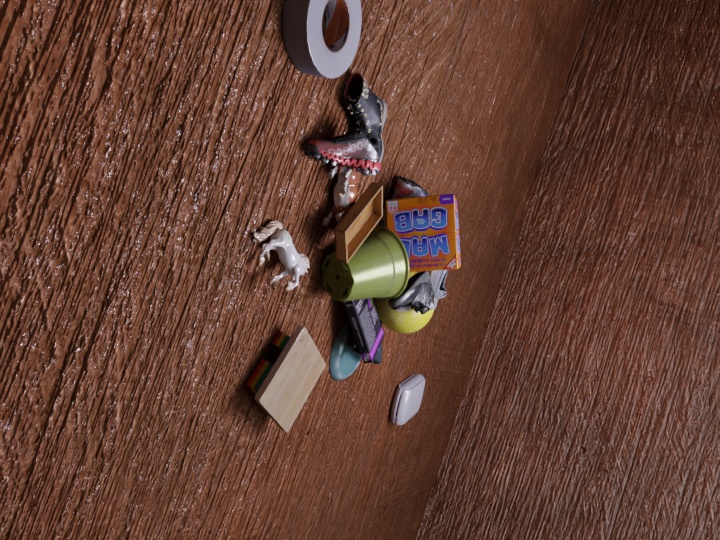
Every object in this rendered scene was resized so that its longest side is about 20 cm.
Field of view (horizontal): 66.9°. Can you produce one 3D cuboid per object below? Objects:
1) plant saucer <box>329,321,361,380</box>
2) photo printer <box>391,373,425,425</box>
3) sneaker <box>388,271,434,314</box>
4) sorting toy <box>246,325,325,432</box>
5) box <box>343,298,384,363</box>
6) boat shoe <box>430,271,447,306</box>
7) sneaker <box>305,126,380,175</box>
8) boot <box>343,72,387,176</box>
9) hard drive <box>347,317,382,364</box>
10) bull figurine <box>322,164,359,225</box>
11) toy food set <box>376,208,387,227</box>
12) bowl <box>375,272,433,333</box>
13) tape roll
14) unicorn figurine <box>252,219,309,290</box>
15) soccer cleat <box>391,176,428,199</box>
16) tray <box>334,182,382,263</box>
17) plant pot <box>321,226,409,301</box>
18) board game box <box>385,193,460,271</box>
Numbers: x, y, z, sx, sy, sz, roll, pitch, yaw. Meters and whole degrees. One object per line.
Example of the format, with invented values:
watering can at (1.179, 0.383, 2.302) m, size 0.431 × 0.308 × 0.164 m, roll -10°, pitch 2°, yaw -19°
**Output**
plant saucer at (-0.031, 0.247, 1.689) m, size 0.199 × 0.027 × 0.206 m, roll -41°, pitch 139°, yaw -47°
photo printer at (0.193, 0.535, 2.253) m, size 0.198 × 0.068 × 0.173 m, roll -13°, pitch 117°, yaw -60°
sneaker at (0.158, 0.087, 1.576) m, size 0.198 × 0.075 × 0.117 m, roll -33°, pitch 101°, yaw -52°
sorting toy at (-0.186, 0.262, 1.350) m, size 0.203 × 0.068 × 0.201 m, roll -59°, pitch 151°, yaw -26°
box at (0.013, 0.144, 1.590) m, size 0.144 × 0.035 × 0.206 m, roll -56°, pitch 134°, yaw -60°
boat shoe at (0.312, 0.078, 2.199) m, size 0.069 × 0.070 × 0.208 m, roll -24°, pitch 127°, yaw -55°
sneaker at (-0.034, -0.284, 1.250) m, size 0.194 × 0.070 × 0.102 m, roll 6°, pitch 101°, yaw -30°
boot at (0.003, -0.354, 1.324) m, size 0.153 × 0.071 × 0.211 m, roll 32°, pitch 64°, yaw -62°
hard drive at (0.016, 0.190, 1.665) m, size 0.200 × 0.032 × 0.145 m, roll 43°, pitch 44°, yaw -57°
bull figurine at (-0.043, -0.173, 1.358) m, size 0.121 × 0.063 × 0.207 m, roll -46°, pitch 143°, yaw -61°
toy food set at (0.070, -0.062, 1.638) m, size 0.146 × 0.058 × 0.204 m, roll -79°, pitch 161°, yaw -44°
bowl at (0.134, 0.086, 1.698) m, size 0.108 × 0.195 × 0.206 m, roll 54°, pitch 59°, yaw -73°
tape roll at (-0.074, -0.502, 1.103) m, size 0.200 × 0.064 × 0.206 m, roll -43°, pitch 142°, yaw -45°
unicorn figurine at (-0.164, -0.021, 1.209) m, size 0.139 × 0.071 × 0.205 m, roll -58°, pitch 147°, yaw -46°
soccer cleat at (0.155, -0.243, 1.722) m, size 0.074 × 0.068 × 0.198 m, roll -57°, pitch 158°, yaw 15°
tray at (-0.002, -0.122, 1.368) m, size 0.202 × 0.036 × 0.101 m, roll -55°, pitch 154°, yaw -38°
plant pot at (0.000, 0.000, 1.449) m, size 0.187 × 0.197 × 0.207 m, roll -17°, pitch 122°, yaw -45°
board game box at (0.189, -0.104, 1.600) m, size 0.200 × 0.192 × 0.208 m, roll -9°, pitch 96°, yaw -76°
